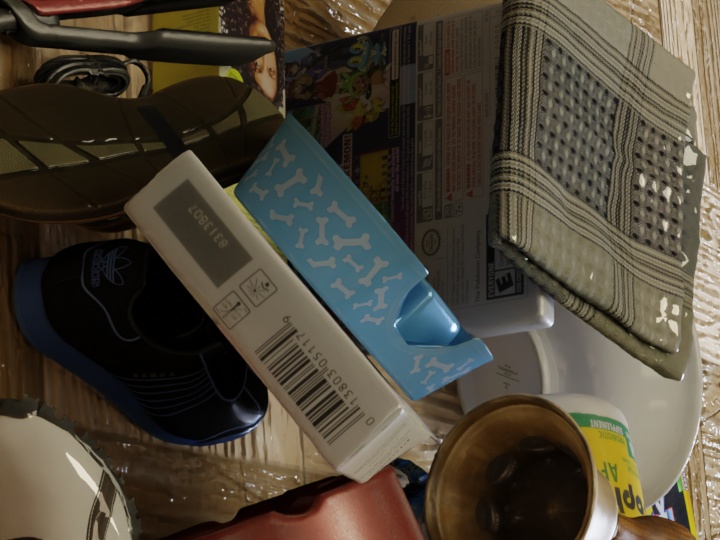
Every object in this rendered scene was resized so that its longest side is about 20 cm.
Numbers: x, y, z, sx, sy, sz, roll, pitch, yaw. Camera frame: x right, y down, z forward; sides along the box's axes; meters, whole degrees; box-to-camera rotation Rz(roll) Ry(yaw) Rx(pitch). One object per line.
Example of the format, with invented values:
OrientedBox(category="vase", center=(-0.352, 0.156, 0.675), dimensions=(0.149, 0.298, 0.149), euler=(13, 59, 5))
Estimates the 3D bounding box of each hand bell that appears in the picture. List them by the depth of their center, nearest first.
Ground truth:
OrientedBox(category="hand bell", center=(0.133, 0.137, 1.247), dimensions=(0.200, 0.104, 0.105), euler=(22, 61, -50))

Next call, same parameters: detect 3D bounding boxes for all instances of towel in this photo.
OrientedBox(category="towel", center=(0.141, -0.060, 1.312), dimensions=(0.200, 0.034, 0.193), euler=(34, 52, -43))

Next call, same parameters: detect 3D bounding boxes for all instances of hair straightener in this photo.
OrientedBox(category="hair straightener", center=(-0.121, -0.109, 1.194), dimensions=(0.199, 0.041, 0.077), euler=(-9, 84, -46))

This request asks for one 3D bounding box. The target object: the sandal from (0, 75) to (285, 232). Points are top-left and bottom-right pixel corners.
OrientedBox(category="sandal", center=(-0.122, -0.054, 1.163), dimensions=(0.199, 0.055, 0.082), euler=(-16, 60, -43))

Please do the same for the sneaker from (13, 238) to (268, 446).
OrientedBox(category="sneaker", center=(-0.091, 0.039, 1.199), dimensions=(0.200, 0.078, 0.070), euler=(33, 52, -53))

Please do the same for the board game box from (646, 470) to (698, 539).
OrientedBox(category="board game box", center=(0.194, 0.196, 1.699), dimensions=(0.165, 0.056, 0.201), euler=(-12, 90, -63))

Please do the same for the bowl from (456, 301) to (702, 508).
OrientedBox(category="bowl", center=(0.125, 0.066, 1.514), dimensions=(0.090, 0.201, 0.202), euler=(-4, 83, -33))

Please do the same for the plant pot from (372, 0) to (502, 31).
OrientedBox(category="plant pot", center=(0.063, -0.070, 1.433), dimensions=(0.135, 0.200, 0.201), euler=(-47, 124, -33))

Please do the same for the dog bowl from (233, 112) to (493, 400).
OrientedBox(category="dog bowl", center=(0.000, 0.000, 1.192), dimensions=(0.112, 0.050, 0.200), euler=(49, 0, 35))

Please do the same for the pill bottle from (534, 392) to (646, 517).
OrientedBox(category="pill bottle", center=(0.117, 0.182, 1.339), dimensions=(0.113, 0.112, 0.201), euler=(35, 40, -52))

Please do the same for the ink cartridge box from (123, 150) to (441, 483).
OrientedBox(category="ink cartridge box", center=(-0.033, 0.033, 1.148), dimensions=(0.163, 0.057, 0.200), euler=(50, -5, 12))

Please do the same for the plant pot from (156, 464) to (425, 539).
OrientedBox(category="plant pot", center=(-0.022, 0.212, 1.166), dimensions=(0.201, 0.200, 0.196), euler=(-14, 85, -62))

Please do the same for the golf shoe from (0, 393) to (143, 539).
OrientedBox(category="golf shoe", center=(-0.143, 0.158, 1.062), dimensions=(0.094, 0.077, 0.201), euler=(-35, 110, -60))

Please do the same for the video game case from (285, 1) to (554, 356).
OrientedBox(category="video game case", center=(0.025, -0.050, 1.337), dimensions=(0.023, 0.181, 0.201), euler=(35, 50, -55))

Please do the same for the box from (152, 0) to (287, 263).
OrientedBox(category="box", center=(-0.079, -0.077, 1.295), dimensions=(0.075, 0.050, 0.201), euler=(24, 60, -56))

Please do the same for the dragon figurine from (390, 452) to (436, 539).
OrientedBox(category="dragon figurine", center=(0.044, 0.139, 1.436), dimensions=(0.200, 0.059, 0.100), euler=(42, 45, -50))
